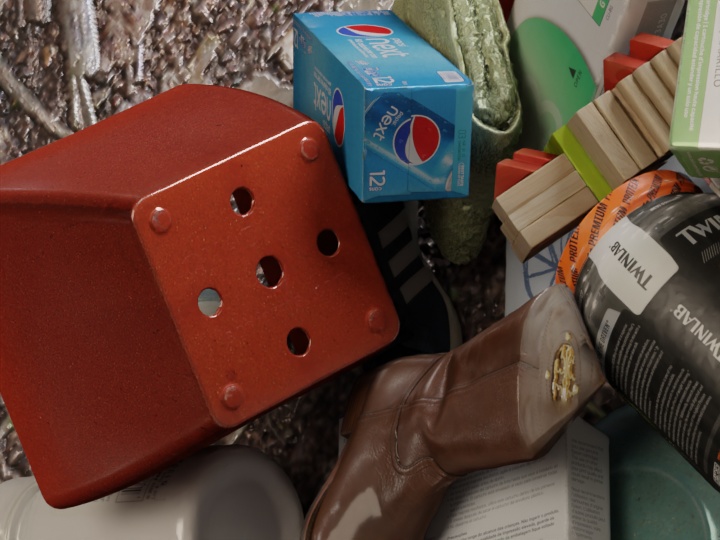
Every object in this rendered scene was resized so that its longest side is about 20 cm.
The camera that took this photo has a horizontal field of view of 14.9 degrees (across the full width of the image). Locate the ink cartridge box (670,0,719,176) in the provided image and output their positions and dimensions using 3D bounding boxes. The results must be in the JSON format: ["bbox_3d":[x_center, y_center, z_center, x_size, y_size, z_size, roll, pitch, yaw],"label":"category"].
[{"bbox_3d":[0.264,-0.116,1.374,0.200,0.048,0.146,3,71,22],"label":"ink cartridge box"}]

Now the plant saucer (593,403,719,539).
[{"bbox_3d":[0.155,0.161,1.504,0.201,0.039,0.202,-15,66,37],"label":"plant saucer"}]

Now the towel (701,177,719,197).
[{"bbox_3d":[0.272,-0.018,1.413,0.200,0.144,0.023,55,147,38],"label":"towel"}]

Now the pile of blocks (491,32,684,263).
[{"bbox_3d":[0.146,-0.085,1.492,0.200,0.082,0.062,-36,84,17],"label":"pile of blocks"}]

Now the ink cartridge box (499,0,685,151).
[{"bbox_3d":[0.101,-0.167,1.574,0.200,0.050,0.161,55,145,33],"label":"ink cartridge box"}]

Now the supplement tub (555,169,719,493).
[{"bbox_3d":[0.199,0.044,1.437,0.200,0.122,0.123,45,106,32],"label":"supplement tub"}]

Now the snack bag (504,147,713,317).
[{"bbox_3d":[0.168,-0.041,1.577,0.200,0.021,0.189,-10,70,35],"label":"snack bag"}]

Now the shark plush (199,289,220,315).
[{"bbox_3d":[-0.126,0.019,1.805,0.083,0.091,0.200,-45,27,-5],"label":"shark plush"}]

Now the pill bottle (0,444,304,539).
[{"bbox_3d":[-0.142,0.169,1.705,0.200,0.114,0.115,-7,71,39],"label":"pill bottle"}]

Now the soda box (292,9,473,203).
[{"bbox_3d":[0.010,-0.098,1.593,0.200,0.064,0.068,-125,34,-69],"label":"soda box"}]

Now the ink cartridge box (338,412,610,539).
[{"bbox_3d":[0.060,0.156,1.546,0.196,0.043,0.200,-22,57,46],"label":"ink cartridge box"}]

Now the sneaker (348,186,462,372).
[{"bbox_3d":[0.000,0.000,1.663,0.075,0.084,0.200,-34,56,28],"label":"sneaker"}]

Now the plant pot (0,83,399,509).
[{"bbox_3d":[-0.095,0.008,1.574,0.176,0.200,0.200,-6,108,57],"label":"plant pot"}]

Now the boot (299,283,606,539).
[{"bbox_3d":[0.050,0.112,1.474,0.200,0.064,0.187,-22,55,53],"label":"boot"}]

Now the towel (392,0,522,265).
[{"bbox_3d":[0.052,-0.118,1.629,0.149,0.036,0.200,105,159,-53],"label":"towel"}]
